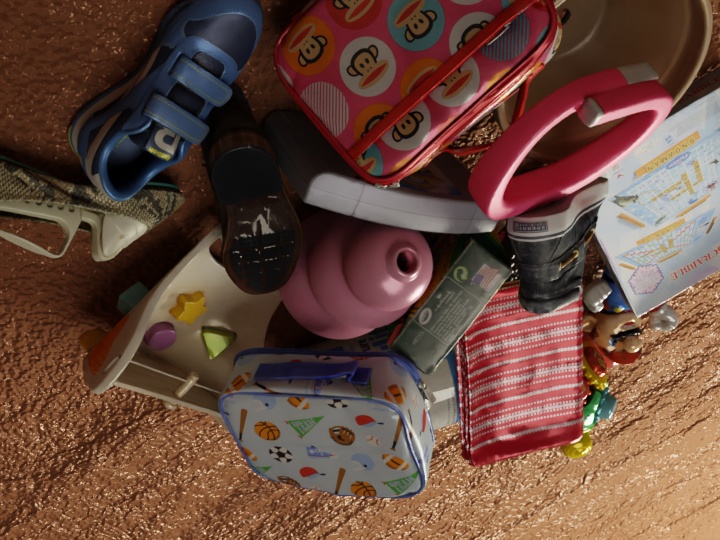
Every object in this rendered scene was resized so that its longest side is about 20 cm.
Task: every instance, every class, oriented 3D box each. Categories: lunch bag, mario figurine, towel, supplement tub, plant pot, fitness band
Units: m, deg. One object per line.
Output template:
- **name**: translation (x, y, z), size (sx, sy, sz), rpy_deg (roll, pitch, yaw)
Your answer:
- **lunch bag**: translation (-0.026, 0.138, 0.919), size (0.198, 0.076, 0.161), rpy_deg (-1, 131, 20)
- **mario figurine**: translation (0.322, 0.041, 1.159), size (0.122, 0.106, 0.201), rpy_deg (13, 129, 11)
- **towel**: translation (0.171, 0.106, 1.036), size (0.143, 0.022, 0.202), rpy_deg (-10, 111, -12)
- **lunch bag**: translation (0.051, -0.164, 0.752), size (0.200, 0.177, 0.082), rpy_deg (-40, 177, 16)
- **supplement tub**: translation (0.021, 0.128, 1.084), size (0.198, 0.132, 0.133), rpy_deg (-16, 139, -12)
- **plant pot**: translation (0.192, -0.199, 0.850), size (0.199, 0.093, 0.202), rpy_deg (-15, 140, -13)
- **fitness band**: translation (0.172, -0.101, 0.791), size (0.199, 0.038, 0.144), rpy_deg (-19, 157, -40)

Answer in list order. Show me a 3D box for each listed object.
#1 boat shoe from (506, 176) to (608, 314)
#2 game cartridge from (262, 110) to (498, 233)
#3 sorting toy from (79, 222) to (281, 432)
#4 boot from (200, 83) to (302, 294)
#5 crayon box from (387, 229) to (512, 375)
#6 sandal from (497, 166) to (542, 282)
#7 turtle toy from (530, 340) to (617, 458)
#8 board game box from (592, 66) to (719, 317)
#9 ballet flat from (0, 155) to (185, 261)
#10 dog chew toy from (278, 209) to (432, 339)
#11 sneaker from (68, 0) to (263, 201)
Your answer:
- **boat shoe**: translation (0.184, -0.030, 0.913), size (0.200, 0.070, 0.092), rpy_deg (-33, 121, -57)
- **game cartridge**: translation (0.024, -0.083, 0.857), size (0.199, 0.134, 0.041), rpy_deg (6, 124, -33)
- **sorting toy**: translation (-0.152, 0.042, 0.937), size (0.180, 0.107, 0.200), rpy_deg (-51, 144, 5)
- **boot**: translation (-0.095, -0.068, 0.850), size (0.074, 0.097, 0.201), rpy_deg (-10, 143, -8)
- **crayon box**: translation (0.081, 0.007, 0.962), size (0.051, 0.200, 0.127), rpy_deg (35, 103, -8)
- **sandal**: translation (0.176, -0.028, 1.071), size (0.075, 0.045, 0.201), rpy_deg (-11, 125, -24)
- **turtle toy**: translation (0.223, 0.120, 1.131), size (0.101, 0.147, 0.199), rpy_deg (-37, 136, 27)
- **board game box**: translation (0.337, -0.079, 1.039), size (0.199, 0.041, 0.200), rpy_deg (-30, 117, 6)
- **ballet flat**: translation (-0.240, -0.045, 0.808), size (0.199, 0.076, 0.068), rpy_deg (9, 158, -34)
- **dog chew toy**: translation (0.000, 0.000, 0.891), size (0.123, 0.126, 0.200), rpy_deg (-4, 178, -23)
- **sneaker**: translation (-0.144, -0.132, 0.760), size (0.200, 0.083, 0.074), rpy_deg (-43, 135, 19)
